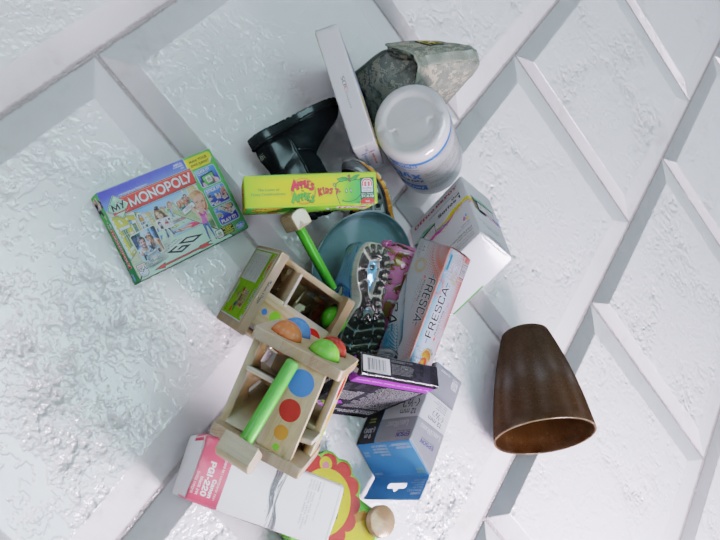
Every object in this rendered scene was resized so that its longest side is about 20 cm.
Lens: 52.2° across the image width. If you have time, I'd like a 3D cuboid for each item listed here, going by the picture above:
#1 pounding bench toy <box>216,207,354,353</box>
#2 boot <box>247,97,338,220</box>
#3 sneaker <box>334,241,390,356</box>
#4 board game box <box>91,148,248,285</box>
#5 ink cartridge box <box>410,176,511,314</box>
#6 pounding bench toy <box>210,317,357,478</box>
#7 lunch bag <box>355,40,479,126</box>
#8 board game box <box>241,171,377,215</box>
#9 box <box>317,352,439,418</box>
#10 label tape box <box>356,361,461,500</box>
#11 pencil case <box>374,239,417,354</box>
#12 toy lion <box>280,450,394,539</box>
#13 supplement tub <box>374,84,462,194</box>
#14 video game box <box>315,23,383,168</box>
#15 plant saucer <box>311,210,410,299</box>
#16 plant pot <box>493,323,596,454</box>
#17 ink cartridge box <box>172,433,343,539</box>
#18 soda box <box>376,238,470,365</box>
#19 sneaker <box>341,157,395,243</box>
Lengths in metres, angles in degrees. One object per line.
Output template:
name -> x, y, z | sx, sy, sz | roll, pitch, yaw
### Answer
pounding bench toy -> -0.087, 0.031, 1.089 | 0.154, 0.124, 0.203 | 34, 80, -24
boot -> -0.078, -0.178, 1.227 | 0.199, 0.076, 0.171 | -36, 100, -38
sneaker -> -0.008, 0.052, 1.157 | 0.077, 0.089, 0.206 | 9, 97, -33
board game box -> -0.275, -0.083, 1.083 | 0.198, 0.029, 0.137 | -31, 97, -38
ink cartridge box -> 0.167, -0.047, 1.275 | 0.083, 0.145, 0.202 | 34, 25, -22
pounding bench toy -> -0.094, 0.148, 0.898 | 0.122, 0.200, 0.159 | 25, 93, 8
lunch bag -> 0.100, -0.351, 1.331 | 0.161, 0.198, 0.121 | -16, 86, -37
board game box -> -0.080, -0.116, 1.112 | 0.194, 0.101, 0.049 | -4, 89, -11
box -> 0.003, 0.177, 1.105 | 0.140, 0.199, 0.037 | 14, 58, -32
label tape box -> 0.065, 0.254, 1.162 | 0.066, 0.142, 0.203 | 40, 57, -20
pencil case -> 0.048, 0.054, 1.201 | 0.086, 0.081, 0.206 | 1, 104, -61
toy lion -> -0.055, 0.383, 1.094 | 0.190, 0.068, 0.203 | 36, 58, -14
supplement tub -> 0.106, -0.223, 1.283 | 0.200, 0.128, 0.136 | 39, 45, -70
video game box -> -0.016, -0.287, 1.249 | 0.046, 0.182, 0.205 | -19, 85, 7
plant saucer -> 0.000, 0.000, 1.219 | 0.196, 0.027, 0.206 | -10, 109, -30
plant pot -> 0.321, 0.210, 1.361 | 0.183, 0.186, 0.205 | 16, 52, -31
ink cartridge box -> -0.139, 0.290, 0.976 | 0.196, 0.145, 0.087 | 23, 70, -15
soda box -> 0.098, 0.058, 1.144 | 0.063, 0.067, 0.205 | 25, 85, -47
sneaker -> 0.012, -0.095, 1.257 | 0.077, 0.078, 0.204 | -34, 110, -27
